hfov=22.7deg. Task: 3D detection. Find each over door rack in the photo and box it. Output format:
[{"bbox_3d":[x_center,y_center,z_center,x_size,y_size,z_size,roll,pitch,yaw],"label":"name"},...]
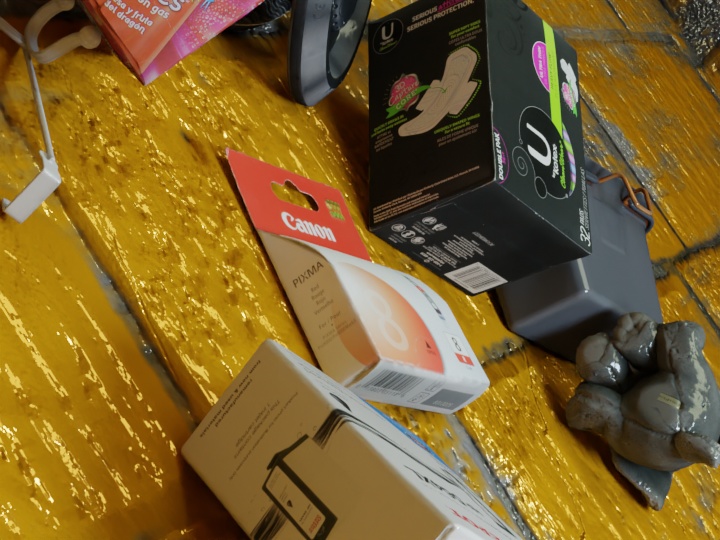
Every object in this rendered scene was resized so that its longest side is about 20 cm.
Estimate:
[{"bbox_3d":[-0.216,-0.140,0.987,0.148,0.066,0.201,39,25,-31],"label":"over door rack"}]

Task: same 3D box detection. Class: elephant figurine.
[{"bbox_3d":[0.265,0.129,1.525,0.200,0.140,0.156,52,44,-52],"label":"elephant figurine"}]

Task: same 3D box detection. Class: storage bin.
[{"bbox_3d":[0.193,-0.005,1.566,0.200,0.145,0.135,25,45,-51],"label":"storage bin"}]

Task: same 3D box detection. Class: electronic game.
[{"bbox_3d":[-0.021,-0.227,1.403,0.041,0.202,0.200,15,20,8],"label":"electronic game"}]

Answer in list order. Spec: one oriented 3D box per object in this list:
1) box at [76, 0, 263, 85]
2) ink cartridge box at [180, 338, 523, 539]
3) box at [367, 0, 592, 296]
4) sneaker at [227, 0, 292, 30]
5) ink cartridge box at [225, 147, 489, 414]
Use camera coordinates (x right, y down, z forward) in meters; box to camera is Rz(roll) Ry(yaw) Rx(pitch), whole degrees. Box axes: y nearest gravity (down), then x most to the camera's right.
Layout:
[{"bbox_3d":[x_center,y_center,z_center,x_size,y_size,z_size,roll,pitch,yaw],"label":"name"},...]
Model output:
[{"bbox_3d":[-0.128,-0.187,1.094,0.096,0.099,0.200,55,-4,-16],"label":"box"},{"bbox_3d":[0.016,0.139,0.927,0.146,0.085,0.200,37,2,-39],"label":"ink cartridge box"},{"bbox_3d":[0.095,-0.109,1.445,0.148,0.124,0.201,32,49,-45],"label":"box"},{"bbox_3d":[-0.086,-0.250,1.440,0.070,0.090,0.201,53,46,-24],"label":"sneaker"},{"bbox_3d":[0.000,0.000,1.253,0.162,0.050,0.201,17,45,-58],"label":"ink cartridge box"}]
